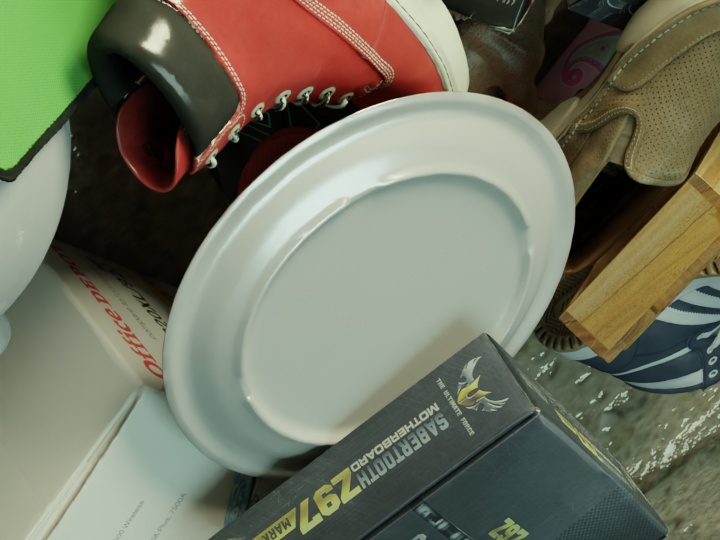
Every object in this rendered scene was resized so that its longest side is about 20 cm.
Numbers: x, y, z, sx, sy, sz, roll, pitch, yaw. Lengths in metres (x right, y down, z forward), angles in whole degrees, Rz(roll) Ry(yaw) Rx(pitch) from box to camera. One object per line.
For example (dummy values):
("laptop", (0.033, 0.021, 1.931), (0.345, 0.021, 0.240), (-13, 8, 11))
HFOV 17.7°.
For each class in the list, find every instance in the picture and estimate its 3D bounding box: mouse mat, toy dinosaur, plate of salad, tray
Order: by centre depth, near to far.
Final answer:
("mouse mat", (-0.135, -0.140, 0.858), (0.007, 0.200, 0.161), (-18, 112, 26))
("plate of salad", (0.002, 0.005, 0.981), (0.199, 0.048, 0.201), (-20, 134, -21))
("toy dinosaur", (0.037, -0.104, 1.112), (0.135, 0.086, 0.200), (18, 124, -35))
("tray", (0.162, -0.030, 1.145), (0.099, 0.037, 0.200), (-48, 180, 25))

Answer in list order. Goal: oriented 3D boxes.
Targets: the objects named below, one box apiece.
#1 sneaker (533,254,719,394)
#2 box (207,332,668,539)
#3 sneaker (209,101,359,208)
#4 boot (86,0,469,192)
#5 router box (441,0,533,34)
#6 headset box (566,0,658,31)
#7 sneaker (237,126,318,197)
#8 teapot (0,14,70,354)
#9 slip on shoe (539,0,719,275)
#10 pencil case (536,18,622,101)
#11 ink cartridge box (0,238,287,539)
("sneaker", (0.204, 0.005, 1.295), (0.199, 0.070, 0.108), (-27, 144, 25))
("box", (0.041, 0.123, 1.060), (0.157, 0.051, 0.200), (-37, 149, 6))
("sneaker", (-0.048, -0.089, 1.050), (0.079, 0.076, 0.200), (-23, 146, 3))
("boot", (-0.034, -0.073, 0.929), (0.200, 0.072, 0.145), (47, 61, -49))
("router box", (0.032, -0.219, 0.964), (0.062, 0.149, 0.201), (-55, 166, -65))
("headset box", (0.167, -0.213, 1.010), (0.092, 0.175, 0.200), (13, 150, -43))
("sneaker", (0.000, 0.000, 1.087), (0.078, 0.116, 0.201), (-19, 120, 10))
("teapot", (-0.190, -0.066, 0.913), (0.200, 0.197, 0.146), (-44, -178, 33))
("slip on shoe", (0.133, -0.067, 1.037), (0.076, 0.061, 0.200), (8, 148, -34))
("pencil case", (0.117, -0.068, 1.194), (0.200, 0.087, 0.087), (-48, 138, 3))
("ink cartridge box", (-0.106, 0.095, 1.096), (0.200, 0.147, 0.145), (24, 105, -47))
